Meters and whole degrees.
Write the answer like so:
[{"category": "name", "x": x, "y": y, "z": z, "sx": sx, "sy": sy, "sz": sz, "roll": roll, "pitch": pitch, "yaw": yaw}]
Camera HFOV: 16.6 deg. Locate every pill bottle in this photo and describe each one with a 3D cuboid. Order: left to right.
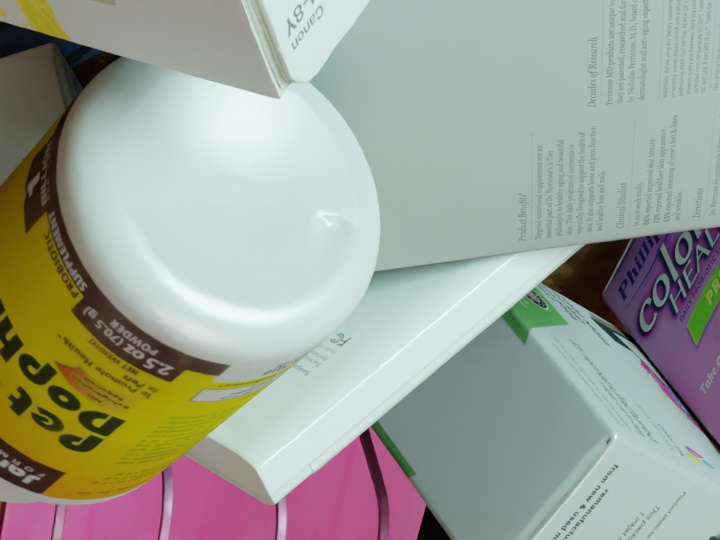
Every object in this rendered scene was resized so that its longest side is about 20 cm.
[{"category": "pill bottle", "x": -0.083, "y": 0.011, "z": 0.829, "sx": 0.109, "sy": 0.109, "sz": 0.200, "roll": 13, "pitch": 151, "yaw": -24}]

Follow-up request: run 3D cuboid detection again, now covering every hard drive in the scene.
[{"category": "hard drive", "x": 0.000, "y": 0.000, "z": 0.950, "sx": 0.200, "sy": 0.132, "sz": 0.026, "roll": -39, "pitch": 126, "yaw": -21}]

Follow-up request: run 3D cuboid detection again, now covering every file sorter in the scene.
[{"category": "file sorter", "x": -0.055, "y": 0.122, "z": 1.111, "sx": 0.200, "sy": 0.125, "sz": 0.139, "roll": 5, "pitch": 120, "yaw": -15}]

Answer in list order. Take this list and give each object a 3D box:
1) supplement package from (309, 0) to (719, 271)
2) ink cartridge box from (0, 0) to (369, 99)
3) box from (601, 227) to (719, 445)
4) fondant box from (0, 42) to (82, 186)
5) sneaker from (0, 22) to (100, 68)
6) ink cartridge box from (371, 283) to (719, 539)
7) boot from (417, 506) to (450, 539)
[{"category": "supplement package", "x": 0.045, "y": -0.108, "z": 0.885, "sx": 0.200, "sy": 0.151, "sz": 0.152, "roll": -7, "pitch": 142, "yaw": -2}, {"category": "ink cartridge box", "x": -0.077, "y": -0.150, "z": 0.748, "sx": 0.200, "sy": 0.145, "sz": 0.083, "roll": 17, "pitch": 149, "yaw": 28}, {"category": "box", "x": 0.231, "y": 0.040, "z": 1.050, "sx": 0.176, "sy": 0.200, "sz": 0.097, "roll": 16, "pitch": 111, "yaw": -27}, {"category": "fondant box", "x": -0.162, "y": -0.012, "z": 0.974, "sx": 0.144, "sy": 0.058, "sz": 0.200, "roll": -17, "pitch": 163, "yaw": 0}, {"category": "sneaker", "x": -0.174, "y": -0.070, "z": 0.963, "sx": 0.200, "sy": 0.066, "sz": 0.078, "roll": -26, "pitch": 142, "yaw": 21}, {"category": "ink cartridge box", "x": 0.107, "y": 0.086, "z": 1.042, "sx": 0.200, "sy": 0.145, "sz": 0.084, "roll": 28, "pitch": 107, "yaw": -42}, {"category": "boot", "x": -0.060, "y": 0.145, "z": 1.238, "sx": 0.200, "sy": 0.077, "sz": 0.168, "roll": -25, "pitch": 143, "yaw": 29}]
